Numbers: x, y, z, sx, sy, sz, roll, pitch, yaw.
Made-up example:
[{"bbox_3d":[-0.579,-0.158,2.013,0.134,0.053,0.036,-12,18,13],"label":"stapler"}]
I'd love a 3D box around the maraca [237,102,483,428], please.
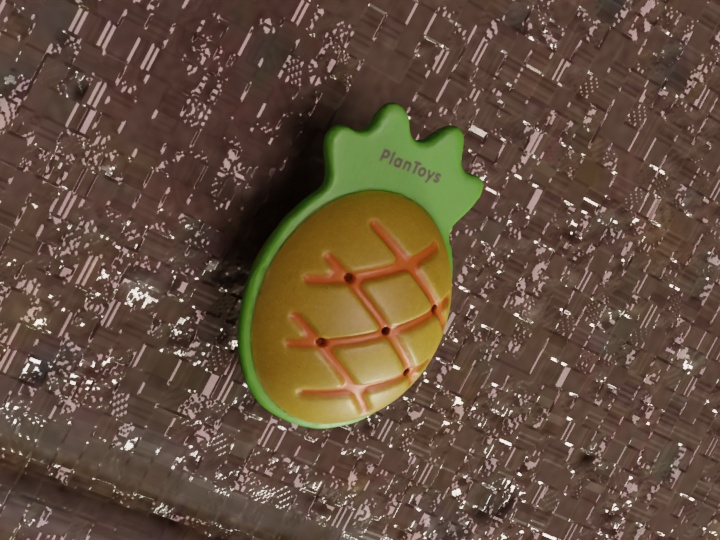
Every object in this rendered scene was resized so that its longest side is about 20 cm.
[{"bbox_3d":[0.000,0.000,1.395,0.137,0.107,0.200,18,98,-36],"label":"maraca"}]
